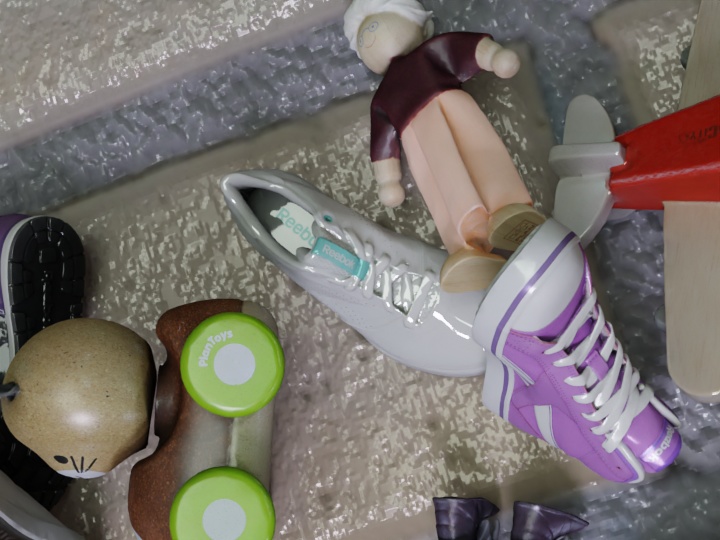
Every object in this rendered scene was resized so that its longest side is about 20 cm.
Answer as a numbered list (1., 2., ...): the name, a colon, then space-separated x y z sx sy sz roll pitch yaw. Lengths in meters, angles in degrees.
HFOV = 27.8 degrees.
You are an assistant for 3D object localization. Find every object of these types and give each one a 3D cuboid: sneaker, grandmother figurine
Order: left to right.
1. sneaker: -0.213 0.147 0.851 0.073 0.200 0.085 -33 53 -8
2. sneaker: -0.226 0.064 0.927 0.087 0.076 0.201 4 87 39
3. sneaker: 0.000 0.000 0.852 0.200 0.088 0.075 28 89 16
4. grandmother figurine: 0.043 -0.090 0.844 0.121 0.061 0.200 -39 56 19
5. sneaker: 0.123 0.049 0.758 0.114 0.201 0.073 35 76 21

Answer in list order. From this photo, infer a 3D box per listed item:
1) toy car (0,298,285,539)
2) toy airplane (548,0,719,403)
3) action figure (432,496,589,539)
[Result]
1. toy car: -0.145 0.090 0.812 0.199 0.164 0.158 4 83 -4
2. toy airplane: 0.202 -0.051 0.793 0.200 0.141 0.199 -54 37 14
3. action figure: 0.070 0.228 0.804 0.130 0.069 0.201 2 73 33
